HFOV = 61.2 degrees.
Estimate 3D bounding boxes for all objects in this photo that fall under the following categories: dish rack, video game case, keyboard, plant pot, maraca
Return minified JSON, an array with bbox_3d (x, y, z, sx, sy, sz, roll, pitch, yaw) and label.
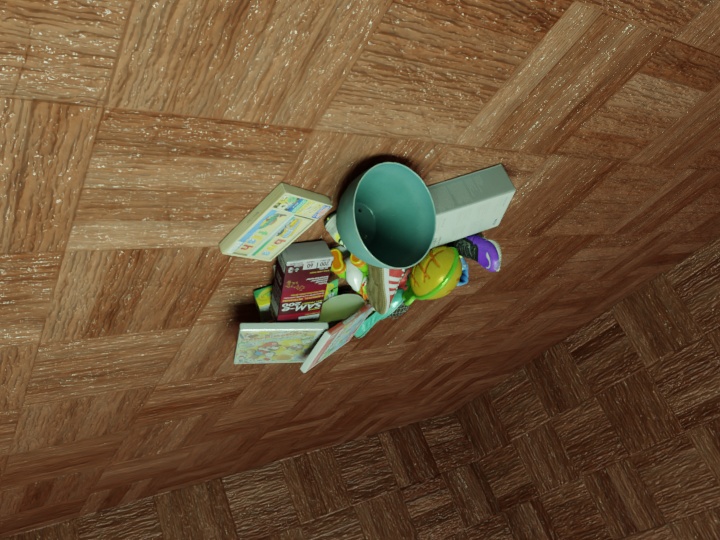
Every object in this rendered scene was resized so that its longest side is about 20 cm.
[{"bbox_3d":[0.036,0.092,1.666,0.199,0.055,0.154,-8,154,-8],"label":"dish rack"},{"bbox_3d":[-0.190,0.172,1.425,0.199,0.023,0.182,1,147,-16],"label":"video game case"},{"bbox_3d":[-0.054,0.160,1.475,0.200,0.017,0.143,-30,159,-53],"label":"video game case"},{"bbox_3d":[-0.103,-0.025,1.400,0.199,0.011,0.056,-17,160,-16],"label":"keyboard"},{"bbox_3d":[0.030,-0.098,1.188,0.200,0.201,0.135,-5,179,-36],"label":"plant pot"},{"bbox_3d":[0.164,0.014,1.444,0.107,0.137,0.200,36,143,-17],"label":"maraca"}]

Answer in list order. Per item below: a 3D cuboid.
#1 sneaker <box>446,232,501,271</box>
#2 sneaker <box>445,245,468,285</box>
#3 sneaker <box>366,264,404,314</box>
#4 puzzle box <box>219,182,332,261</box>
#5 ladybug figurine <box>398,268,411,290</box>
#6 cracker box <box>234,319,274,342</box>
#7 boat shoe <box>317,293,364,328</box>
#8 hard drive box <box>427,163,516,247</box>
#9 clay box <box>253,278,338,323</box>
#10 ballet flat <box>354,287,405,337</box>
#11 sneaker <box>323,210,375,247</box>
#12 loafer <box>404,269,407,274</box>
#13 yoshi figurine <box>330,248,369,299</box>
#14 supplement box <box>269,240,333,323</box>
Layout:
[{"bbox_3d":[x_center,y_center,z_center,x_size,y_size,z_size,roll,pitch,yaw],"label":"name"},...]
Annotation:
[{"bbox_3d":[0.257,-0.054,1.459,0.099,0.200,0.070,-10,124,-16],"label":"sneaker"},{"bbox_3d":[0.237,0.014,1.670,0.075,0.105,0.200,-15,154,-20],"label":"sneaker"},{"bbox_3d":[0.072,0.007,1.368,0.112,0.071,0.200,-32,142,-28],"label":"sneaker"},{"bbox_3d":[-0.166,-0.088,1.191,0.200,0.025,0.133,-39,153,29],"label":"puzzle box"},{"bbox_3d":[0.124,0.003,1.585,0.199,0.072,0.136,-18,155,-13],"label":"ladybug figurine"},{"bbox_3d":[-0.215,0.166,1.562,0.134,0.058,0.200,-24,169,14],"label":"cracker box"},{"bbox_3d":[-0.079,0.121,1.508,0.201,0.072,0.060,-25,147,-24],"label":"boat shoe"},{"bbox_3d":[0.231,-0.141,1.383,0.199,0.077,0.156,-18,155,-13],"label":"hard drive box"},{"bbox_3d":[-0.154,0.059,1.474,0.199,0.048,0.115,-19,158,-14],"label":"clay box"},{"bbox_3d":[0.029,0.101,1.561,0.070,0.067,0.200,33,124,-21],"label":"ballet flat"},{"bbox_3d":[0.014,-0.081,1.309,0.199,0.077,0.075,-6,149,-37],"label":"sneaker"},{"bbox_3d":[0.095,-0.031,1.441,0.073,0.072,0.200,-10,140,-16],"label":"loafer"},{"bbox_3d":[-0.006,-0.012,1.422,0.112,0.112,0.200,-54,153,-8],"label":"yoshi figurine"},{"bbox_3d":[-0.134,0.032,1.352,0.108,0.061,0.200,-7,135,-24],"label":"supplement box"}]
